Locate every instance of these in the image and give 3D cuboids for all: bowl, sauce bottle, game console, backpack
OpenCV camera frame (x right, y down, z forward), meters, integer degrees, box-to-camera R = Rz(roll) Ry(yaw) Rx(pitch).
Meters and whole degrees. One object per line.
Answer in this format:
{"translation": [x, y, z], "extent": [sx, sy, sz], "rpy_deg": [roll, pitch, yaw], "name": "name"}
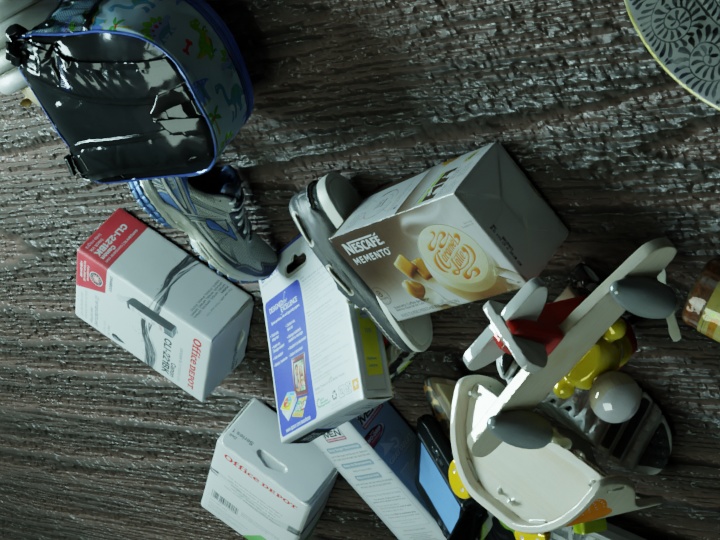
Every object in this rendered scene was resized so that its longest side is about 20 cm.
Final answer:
{"translation": [0.282, -0.201, 1.076], "extent": [0.200, 0.094, 0.201], "rpy_deg": [28, 146, 21], "name": "bowl"}
{"translation": [0.364, 0.060, 1.334], "extent": [0.199, 0.066, 0.066], "rpy_deg": [29, 146, 20], "name": "sauce bottle"}
{"translation": [0.065, 0.279, 1.712], "extent": [0.177, 0.116, 0.200], "rpy_deg": [58, 166, 25], "name": "game console"}
{"translation": [-0.200, -0.186, 1.542], "extent": [0.199, 0.147, 0.184], "rpy_deg": [3, 132, 36], "name": "backpack"}

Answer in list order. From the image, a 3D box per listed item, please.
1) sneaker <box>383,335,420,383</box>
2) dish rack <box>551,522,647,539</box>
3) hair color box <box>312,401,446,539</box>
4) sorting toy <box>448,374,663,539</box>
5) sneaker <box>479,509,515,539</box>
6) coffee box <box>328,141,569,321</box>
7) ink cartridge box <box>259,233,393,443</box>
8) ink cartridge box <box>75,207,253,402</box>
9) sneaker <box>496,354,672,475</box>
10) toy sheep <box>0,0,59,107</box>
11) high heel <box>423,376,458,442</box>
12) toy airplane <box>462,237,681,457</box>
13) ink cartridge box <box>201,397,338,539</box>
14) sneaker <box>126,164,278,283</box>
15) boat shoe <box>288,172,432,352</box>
{"translation": [0.006, 0.086, 1.749], "extent": [0.085, 0.077, 0.200], "rpy_deg": [56, 145, 11], "name": "sneaker"}
{"translation": [0.280, 0.328, 1.765], "extent": [0.199, 0.044, 0.172], "rpy_deg": [22, 143, 27], "name": "dish rack"}
{"translation": [0.032, 0.227, 1.883], "extent": [0.200, 0.061, 0.099], "rpy_deg": [49, 146, -15], "name": "hair color box"}
{"translation": [0.201, 0.196, 1.574], "extent": [0.200, 0.179, 0.108], "rpy_deg": [36, 112, 43], "name": "sorting toy"}
{"translation": [0.174, 0.269, 1.698], "extent": [0.083, 0.071, 0.200], "rpy_deg": [57, 165, 14], "name": "sneaker"}
{"translation": [0.079, -0.033, 1.502], "extent": [0.115, 0.080, 0.199], "rpy_deg": [50, 147, -16], "name": "coffee box"}
{"translation": [-0.041, 0.063, 1.715], "extent": [0.197, 0.047, 0.202], "rpy_deg": [-35, 58, 57], "name": "ink cartridge box"}
{"translation": [-0.233, 0.042, 1.913], "extent": [0.199, 0.084, 0.145], "rpy_deg": [32, 146, 12], "name": "ink cartridge box"}
{"translation": [0.215, 0.125, 1.575], "extent": [0.199, 0.075, 0.081], "rpy_deg": [37, 170, -2], "name": "sneaker"}
{"translation": [-0.345, -0.253, 1.638], "extent": [0.137, 0.138, 0.201], "rpy_deg": [-13, 105, 52], "name": "toy sheep"}
{"translation": [0.091, 0.187, 1.758], "extent": [0.142, 0.072, 0.200], "rpy_deg": [-11, 131, 44], "name": "high heel"}
{"translation": [0.183, 0.072, 1.393], "extent": [0.141, 0.199, 0.200], "rpy_deg": [49, 158, 18], "name": "toy airplane"}
{"translation": [-0.115, 0.271, 2.065], "extent": [0.146, 0.084, 0.200], "rpy_deg": [34, 147, 9], "name": "ink cartridge box"}
{"translation": [-0.148, -0.060, 1.699], "extent": [0.085, 0.077, 0.200], "rpy_deg": [-40, 127, 17], "name": "sneaker"}
{"translation": [0.000, 0.000, 1.609], "extent": [0.060, 0.074, 0.201], "rpy_deg": [-27, 104, 33], "name": "boat shoe"}
